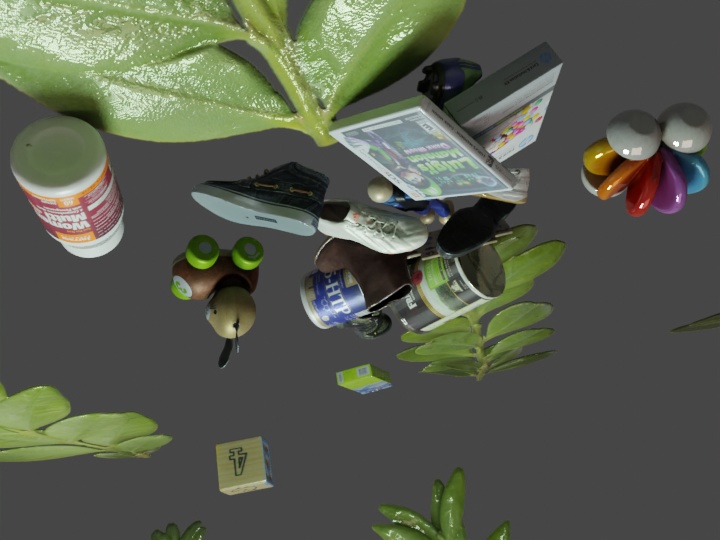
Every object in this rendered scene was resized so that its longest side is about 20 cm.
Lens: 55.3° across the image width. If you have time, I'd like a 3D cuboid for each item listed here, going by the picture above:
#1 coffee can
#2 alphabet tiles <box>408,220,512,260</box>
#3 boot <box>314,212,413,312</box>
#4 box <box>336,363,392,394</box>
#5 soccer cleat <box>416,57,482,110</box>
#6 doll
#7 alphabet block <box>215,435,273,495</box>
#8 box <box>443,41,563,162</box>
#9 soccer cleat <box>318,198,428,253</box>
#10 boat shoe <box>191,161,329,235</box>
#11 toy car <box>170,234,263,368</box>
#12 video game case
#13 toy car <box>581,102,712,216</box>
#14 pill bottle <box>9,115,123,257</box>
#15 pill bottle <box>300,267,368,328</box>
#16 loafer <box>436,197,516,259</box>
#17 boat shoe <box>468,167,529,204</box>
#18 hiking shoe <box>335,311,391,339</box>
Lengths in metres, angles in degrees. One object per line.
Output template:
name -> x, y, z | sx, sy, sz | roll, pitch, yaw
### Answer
coffee can -> 0.172, 0.026, 1.396 | 0.145, 0.148, 0.199 | 10, 149, -41
alphabet tiles -> 0.171, -0.058, 1.249 | 0.198, 0.006, 0.167 | -14, -164, 5
boot -> 0.000, 0.000, 1.216 | 0.199, 0.168, 0.072 | -28, 140, 27
box -> 0.017, 0.351, 2.217 | 0.121, 0.048, 0.200 | -18, 157, 17
soccer cleat -> 0.109, -0.206, 0.927 | 0.083, 0.065, 0.201 | -8, 157, -13
doll -> 0.080, -0.117, 1.110 | 0.135, 0.049, 0.199 | 4, 174, 38
alphabet block -> -0.487, 0.823, 2.901 | 0.197, 0.198, 0.196 | -11, 156, -1
box -> 0.180, -0.198, 0.927 | 0.155, 0.041, 0.200 | -32, 164, -6
soccer cleat -> 0.011, -0.075, 1.115 | 0.198, 0.070, 0.078 | 11, 158, 17
boat shoe -> -0.145, -0.118, 1.021 | 0.198, 0.092, 0.071 | 15, 159, 9
toy car -> -0.248, 0.064, 1.215 | 0.156, 0.202, 0.164 | 1, 155, -27
video game case -> 0.077, -0.153, 0.908 | 0.181, 0.024, 0.199 | 33, 163, -31
toy car -> 0.460, -0.160, 1.089 | 0.197, 0.152, 0.175 | -9, 157, -6
pill bottle -> -0.369, -0.099, 0.892 | 0.108, 0.111, 0.200 | -6, 157, -12
pill bottle -> -0.008, 0.029, 1.353 | 0.198, 0.121, 0.119 | -22, 155, 22
loafer -> 0.193, -0.071, 1.170 | 0.199, 0.073, 0.072 | -35, 165, -33
boat shoe -> 0.169, -0.155, 1.080 | 0.197, 0.070, 0.071 | 10, -174, -6
hiking shoe -> 0.023, 0.110, 1.615 | 0.100, 0.077, 0.199 | -24, 154, 35
